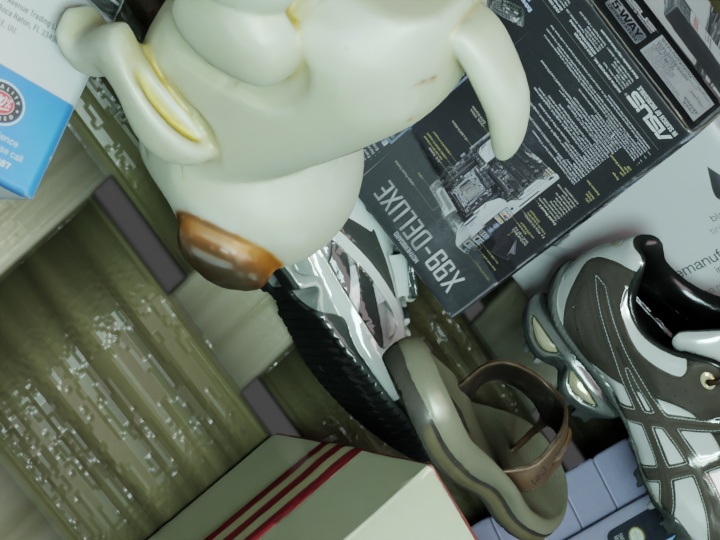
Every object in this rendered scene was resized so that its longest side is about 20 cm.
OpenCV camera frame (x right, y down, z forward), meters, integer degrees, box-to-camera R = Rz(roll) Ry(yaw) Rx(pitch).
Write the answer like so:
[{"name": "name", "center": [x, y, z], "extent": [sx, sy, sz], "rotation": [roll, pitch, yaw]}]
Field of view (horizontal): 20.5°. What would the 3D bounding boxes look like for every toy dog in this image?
[{"name": "toy dog", "center": [-0.029, -0.085, 0.837], "extent": [0.193, 0.200, 0.140], "rotation": [26, 52, -2]}]

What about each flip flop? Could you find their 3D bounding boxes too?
[{"name": "flip flop", "center": [0.067, 0.071, 0.932], "extent": [0.057, 0.081, 0.200], "rotation": [-35, 151, 6]}]

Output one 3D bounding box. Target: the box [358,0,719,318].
[{"name": "box", "center": [0.043, -0.102, 0.909], "extent": [0.201, 0.157, 0.050], "rotation": [52, 34, 2]}]

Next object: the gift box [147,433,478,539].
[{"name": "gift box", "center": [-0.031, 0.192, 0.895], "extent": [0.186, 0.200, 0.185], "rotation": [-38, 103, -21]}]

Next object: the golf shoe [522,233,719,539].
[{"name": "golf shoe", "center": [0.168, 0.069, 0.948], "extent": [0.200, 0.094, 0.078], "rotation": [44, 47, -1]}]

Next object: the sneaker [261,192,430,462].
[{"name": "sneaker", "center": [0.000, 0.000, 0.974], "extent": [0.088, 0.074, 0.201], "rotation": [-39, 109, -21]}]

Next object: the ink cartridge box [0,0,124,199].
[{"name": "ink cartridge box", "center": [-0.176, -0.152, 0.867], "extent": [0.145, 0.084, 0.202], "rotation": [29, 76, -27]}]

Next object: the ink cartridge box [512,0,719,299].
[{"name": "ink cartridge box", "center": [0.121, -0.068, 0.992], "extent": [0.200, 0.144, 0.084], "rotation": [50, 35, -19]}]

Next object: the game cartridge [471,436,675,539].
[{"name": "game cartridge", "center": [0.146, 0.189, 0.990], "extent": [0.038, 0.129, 0.201], "rotation": [25, 36, -62]}]
